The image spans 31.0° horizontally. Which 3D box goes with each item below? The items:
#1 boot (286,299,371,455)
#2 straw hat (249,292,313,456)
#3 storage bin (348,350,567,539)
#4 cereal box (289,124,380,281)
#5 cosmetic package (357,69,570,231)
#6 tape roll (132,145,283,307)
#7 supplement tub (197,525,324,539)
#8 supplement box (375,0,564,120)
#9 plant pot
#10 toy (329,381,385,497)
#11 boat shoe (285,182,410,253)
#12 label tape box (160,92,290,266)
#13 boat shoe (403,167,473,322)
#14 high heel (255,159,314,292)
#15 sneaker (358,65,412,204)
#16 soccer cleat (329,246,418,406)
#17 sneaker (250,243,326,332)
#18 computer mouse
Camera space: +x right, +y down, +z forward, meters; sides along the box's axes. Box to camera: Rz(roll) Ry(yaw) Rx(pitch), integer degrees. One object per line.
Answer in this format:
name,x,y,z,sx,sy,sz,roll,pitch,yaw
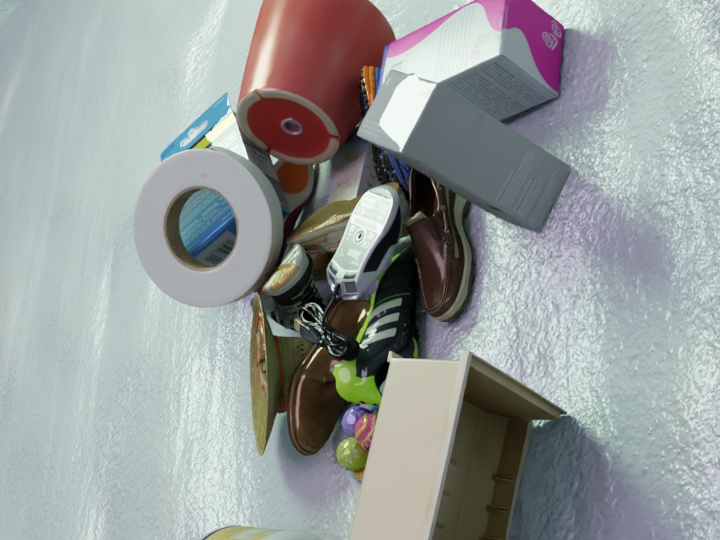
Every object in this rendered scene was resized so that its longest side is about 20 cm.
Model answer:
boot,-0.027,0.123,1.530,0.075,0.074,0.201,-4,59,46
straw hat,-0.085,0.127,1.595,0.201,0.085,0.202,178,90,-79
storage bin,0.092,0.197,1.169,0.093,0.198,0.201,-1,68,39
cereal box,-0.030,-0.088,1.714,0.144,0.039,0.201,-13,58,55
cosmetic package,0.108,-0.125,1.356,0.090,0.200,0.107,-64,29,3
tape roll,-0.193,-0.055,1.632,0.202,0.037,0.204,2,96,22
supplement tub,-0.100,0.354,1.411,0.200,0.145,0.146,-13,59,55
supplement box,0.123,-0.230,1.484,0.200,0.103,0.102,-19,52,46
plant pot,-0.066,-0.248,1.692,0.200,0.200,0.178,-26,35,48
toy,0.008,0.195,1.446,0.115,0.047,0.200,-56,32,14
boat shoe,-0.012,-0.046,1.578,0.200,0.069,0.074,-16,25,48
label tape box,-0.185,-0.117,1.725,0.143,0.066,0.200,-38,48,22
boat shoe,0.078,-0.039,1.470,0.075,0.075,0.203,-36,42,42
high heel,-0.113,-0.068,1.756,0.096,0.067,0.201,124,159,-68
sneaker,0.051,-0.171,1.580,0.075,0.078,0.201,92,167,-65
soccer cleat,0.039,0.066,1.482,0.081,0.068,0.200,18,68,23
sneaker,-0.075,0.028,1.619,0.076,0.088,0.200,-53,3,-15
computer mouse,0.000,0.000,1.469,0.110,0.044,0.201,26,88,53
